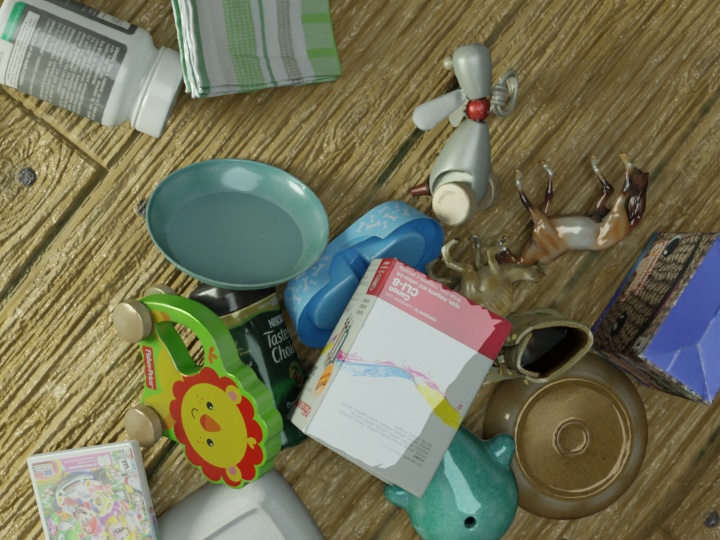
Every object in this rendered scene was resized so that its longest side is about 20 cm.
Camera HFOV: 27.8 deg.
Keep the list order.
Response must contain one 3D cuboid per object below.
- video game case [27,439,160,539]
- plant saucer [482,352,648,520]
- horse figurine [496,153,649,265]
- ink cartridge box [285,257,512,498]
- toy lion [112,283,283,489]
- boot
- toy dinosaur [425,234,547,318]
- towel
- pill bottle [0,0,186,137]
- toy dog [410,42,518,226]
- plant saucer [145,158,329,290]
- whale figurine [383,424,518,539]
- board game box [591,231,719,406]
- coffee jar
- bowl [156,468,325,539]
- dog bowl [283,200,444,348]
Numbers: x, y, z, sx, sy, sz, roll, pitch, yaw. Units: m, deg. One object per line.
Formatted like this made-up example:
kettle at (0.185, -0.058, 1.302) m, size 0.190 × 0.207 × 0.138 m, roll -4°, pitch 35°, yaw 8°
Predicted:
video game case at (-0.283, 0.292, 1.591) m, size 0.143 × 0.018 × 0.201 m, roll -11°, pitch 94°, yaw 25°
plant saucer at (0.242, 0.193, 1.679) m, size 0.199 × 0.035 × 0.201 m, roll 0°, pitch 92°, yaw -7°
horse figurine at (0.248, -0.064, 1.660) m, size 0.199 × 0.050 × 0.133 m, roll -10°, pitch 104°, yaw -12°
ink cartridge box at (0.036, 0.108, 1.499) m, size 0.144 × 0.145 × 0.201 m, roll 29°, pitch 85°, yaw -9°
toy lion at (-0.166, 0.129, 1.542) m, size 0.191 × 0.069 × 0.201 m, roll 12°, pitch 116°, yaw 34°
boot at (0.150, 0.096, 1.603) m, size 0.199 × 0.155 × 0.073 m, roll -16°, pitch 95°, yaw -4°
toy dinosaur at (0.119, 0.019, 1.601) m, size 0.200 × 0.058 × 0.101 m, roll -32°, pitch 78°, yaw -16°
towel at (-0.110, -0.270, 1.575) m, size 0.199 × 0.031 × 0.150 m, roll -12°, pitch 96°, yaw -37°
pill bottle at (-0.292, -0.223, 1.558) m, size 0.199 × 0.113 × 0.114 m, roll 22°, pitch 89°, yaw -7°
toy dog at (0.101, -0.147, 1.621) m, size 0.096 × 0.132 × 0.201 m, roll 7°, pitch 84°, yaw 27°
plant saucer at (-0.134, -0.043, 1.575) m, size 0.199 × 0.200 × 0.036 m, roll 7°, pitch 134°, yaw -7°
whale figurine at (0.101, 0.225, 1.610) m, size 0.159 × 0.104 × 0.201 m, roll -21°, pitch 112°, yaw 2°
board game box at (0.354, 0.048, 1.604) m, size 0.097 × 0.200 × 0.160 m, roll 34°, pitch 86°, yaw -7°
coffee jar at (-0.116, 0.098, 1.594) m, size 0.085 × 0.104 × 0.201 m, roll -18°, pitch 95°, yaw 29°
bowl at (-0.134, 0.337, 1.619) m, size 0.199 × 0.075 × 0.200 m, roll -32°, pitch 94°, yaw -6°
dog bowl at (0.000, 0.000, 1.609) m, size 0.200 × 0.112 × 0.050 m, roll -38°, pitch 56°, yaw -4°
